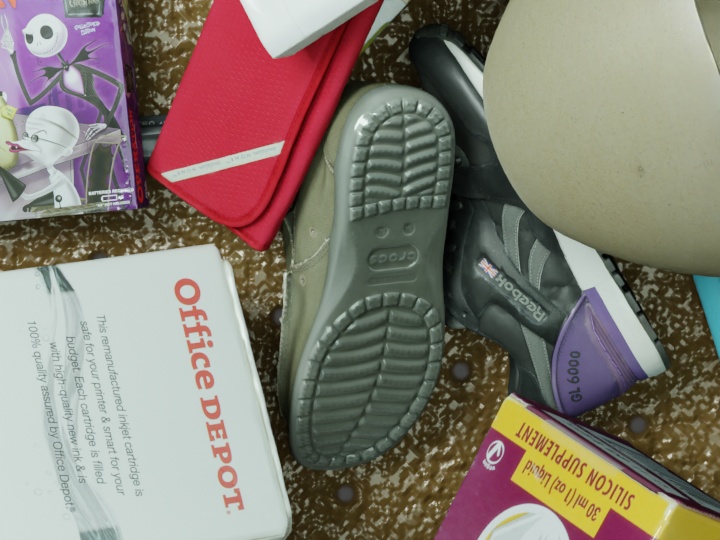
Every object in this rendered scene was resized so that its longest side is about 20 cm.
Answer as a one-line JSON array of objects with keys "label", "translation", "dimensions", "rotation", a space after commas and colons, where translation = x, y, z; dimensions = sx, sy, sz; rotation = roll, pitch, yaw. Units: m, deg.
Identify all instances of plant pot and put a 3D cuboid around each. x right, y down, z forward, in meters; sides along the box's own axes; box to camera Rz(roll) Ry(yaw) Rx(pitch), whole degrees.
[{"label": "plant pot", "translation": [0.133, -0.080, 0.925], "dimensions": [0.134, 0.200, 0.201], "rotation": [-22, 97, 34]}]

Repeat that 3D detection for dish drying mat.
[{"label": "dish drying mat", "translation": [-0.034, -0.109, 0.953], "dimensions": [0.077, 0.018, 0.201], "rotation": [36, 119, 20]}]

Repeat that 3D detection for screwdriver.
[{"label": "screwdriver", "translation": [-0.040, -0.064, 1.031], "dimensions": [0.198, 0.029, 0.028], "rotation": [-3, 95, -10]}]

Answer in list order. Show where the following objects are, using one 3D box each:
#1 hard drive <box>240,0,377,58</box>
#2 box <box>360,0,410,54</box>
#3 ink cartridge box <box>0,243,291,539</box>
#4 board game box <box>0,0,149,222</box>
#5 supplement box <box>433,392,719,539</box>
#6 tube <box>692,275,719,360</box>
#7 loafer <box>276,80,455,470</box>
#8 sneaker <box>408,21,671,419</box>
[{"label": "hard drive", "translation": [0.013, -0.194, 0.879], "dimensions": [0.199, 0.027, 0.133], "rotation": [-30, 85, 29]}, {"label": "box", "translation": [-0.065, -0.178, 1.001], "dimensions": [0.200, 0.050, 0.075], "rotation": [43, 93, -4]}, {"label": "ink cartridge box", "translation": [-0.146, 0.080, 0.954], "dimensions": [0.198, 0.083, 0.148], "rotation": [-7, 68, -19]}, {"label": "board game box", "translation": [-0.203, -0.079, 1.001], "dimensions": [0.198, 0.032, 0.121], "rotation": [-5, 91, 9]}, {"label": "supplement box", "translation": [0.090, 0.179, 0.978], "dimensions": [0.103, 0.131, 0.201], "rotation": [24, 94, -38]}, {"label": "tube", "translation": [0.200, 0.027, 1.032], "dimensions": [0.077, 0.050, 0.202], "rotation": [-14, 91, -14]}, {"label": "loafer", "translation": [0.000, 0.000, 1.007], "dimensions": [0.075, 0.070, 0.201], "rotation": [1, 115, -24]}, {"label": "sneaker", "translation": [0.062, -0.016, 1.007], "dimensions": [0.087, 0.076, 0.201], "rotation": [-30, 98, 7]}]
